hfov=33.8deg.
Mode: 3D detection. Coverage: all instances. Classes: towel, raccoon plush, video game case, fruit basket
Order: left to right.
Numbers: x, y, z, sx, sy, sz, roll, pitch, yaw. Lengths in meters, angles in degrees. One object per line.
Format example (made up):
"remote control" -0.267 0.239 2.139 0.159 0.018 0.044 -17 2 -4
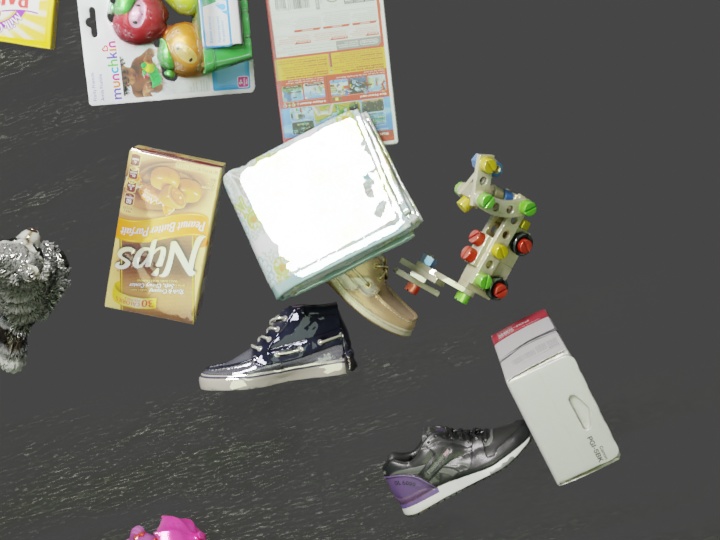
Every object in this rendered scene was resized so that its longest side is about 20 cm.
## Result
"raccoon plush" -0.413 0.044 1.442 0.096 0.134 0.201 2 101 -1
"fruit basket" -0.227 -0.293 1.384 0.199 0.094 0.186 -7 101 -18
"towel" -0.045 -0.080 1.416 0.199 0.048 0.172 -26 74 4
"video game case" -0.034 -0.247 1.441 0.142 0.017 0.201 -6 101 2

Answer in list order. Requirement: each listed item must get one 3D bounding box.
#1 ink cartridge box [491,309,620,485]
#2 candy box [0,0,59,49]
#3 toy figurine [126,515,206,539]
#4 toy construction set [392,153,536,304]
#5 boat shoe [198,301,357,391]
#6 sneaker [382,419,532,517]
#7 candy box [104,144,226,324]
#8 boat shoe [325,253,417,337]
"ink cartridge box" 0.229 0.147 1.420 0.083 0.200 0.147 -26 99 6
"candy box" -0.463 -0.332 1.427 0.199 0.026 0.103 9 104 -1
"toy figurine" -0.269 0.405 1.534 0.199 0.150 0.185 15 87 22
"toy construction set" 0.136 -0.037 1.438 0.131 0.092 0.200 28 107 -32
"boat shoe" -0.108 0.093 1.486 0.199 0.075 0.093 -8 94 -5
"sneaker" 0.121 0.229 1.504 0.199 0.076 0.088 -31 93 6
"candy box" -0.240 -0.044 1.463 0.115 0.055 0.201 11 101 -1
"boat shoe" 0.000 0.000 1.459 0.200 0.074 0.069 40 105 -6
